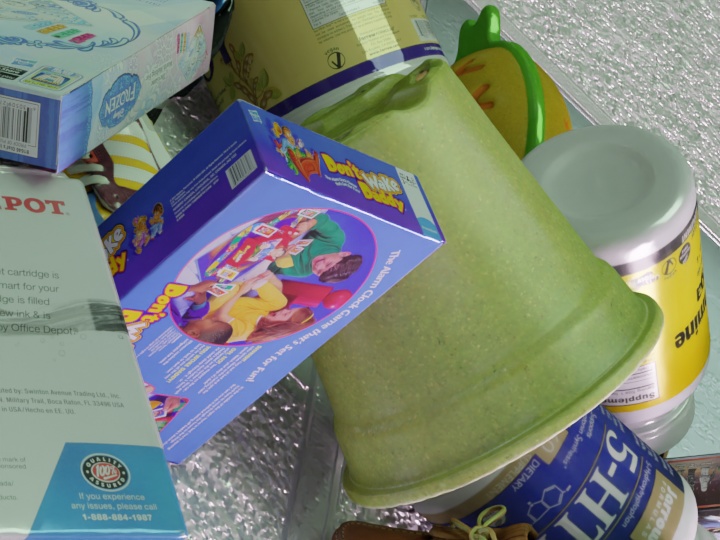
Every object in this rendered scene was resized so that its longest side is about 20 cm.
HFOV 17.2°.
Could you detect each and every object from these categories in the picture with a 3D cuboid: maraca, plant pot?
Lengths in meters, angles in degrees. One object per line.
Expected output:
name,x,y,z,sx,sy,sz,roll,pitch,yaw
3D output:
maraca,0.088,-0.101,1.677,0.107,0.137,0.200,13,33,-22
plant pot,0.033,-0.004,1.288,0.185,0.200,0.200,59,24,-13

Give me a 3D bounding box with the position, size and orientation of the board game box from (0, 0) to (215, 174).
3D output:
board game box,-0.199,-0.113,1.186,0.199,0.044,0.199,13,23,14

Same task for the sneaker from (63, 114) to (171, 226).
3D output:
sneaker,-0.147,-0.051,1.284,0.200,0.075,0.090,50,20,-1

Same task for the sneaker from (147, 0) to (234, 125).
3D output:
sneaker,-0.123,-0.164,1.427,0.073,0.112,0.201,33,31,-35

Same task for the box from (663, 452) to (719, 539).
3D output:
box,0.247,0.151,1.524,0.137,0.199,0.040,23,65,-45

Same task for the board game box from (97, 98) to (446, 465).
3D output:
board game box,-0.076,0.012,1.172,0.134,0.200,0.045,21,38,-47

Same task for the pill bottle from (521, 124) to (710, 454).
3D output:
pill bottle,0.155,0.019,1.452,0.113,0.112,0.201,-98,177,-47

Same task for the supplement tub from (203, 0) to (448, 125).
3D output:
supplement tub,-0.044,-0.173,1.498,0.145,0.145,0.201,-14,77,-62

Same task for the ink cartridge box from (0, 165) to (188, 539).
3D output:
ink cartridge box,-0.177,0.054,1.044,0.145,0.084,0.201,4,50,-32

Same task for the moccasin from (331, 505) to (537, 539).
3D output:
moccasin,0.082,0.166,1.295,0.200,0.078,0.074,14,28,5

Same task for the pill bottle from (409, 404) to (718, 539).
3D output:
pill bottle,0.130,0.146,1.422,0.200,0.120,0.120,40,27,-20

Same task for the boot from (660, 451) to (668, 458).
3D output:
boot,0.108,0.086,1.557,0.200,0.072,0.166,50,37,-5
